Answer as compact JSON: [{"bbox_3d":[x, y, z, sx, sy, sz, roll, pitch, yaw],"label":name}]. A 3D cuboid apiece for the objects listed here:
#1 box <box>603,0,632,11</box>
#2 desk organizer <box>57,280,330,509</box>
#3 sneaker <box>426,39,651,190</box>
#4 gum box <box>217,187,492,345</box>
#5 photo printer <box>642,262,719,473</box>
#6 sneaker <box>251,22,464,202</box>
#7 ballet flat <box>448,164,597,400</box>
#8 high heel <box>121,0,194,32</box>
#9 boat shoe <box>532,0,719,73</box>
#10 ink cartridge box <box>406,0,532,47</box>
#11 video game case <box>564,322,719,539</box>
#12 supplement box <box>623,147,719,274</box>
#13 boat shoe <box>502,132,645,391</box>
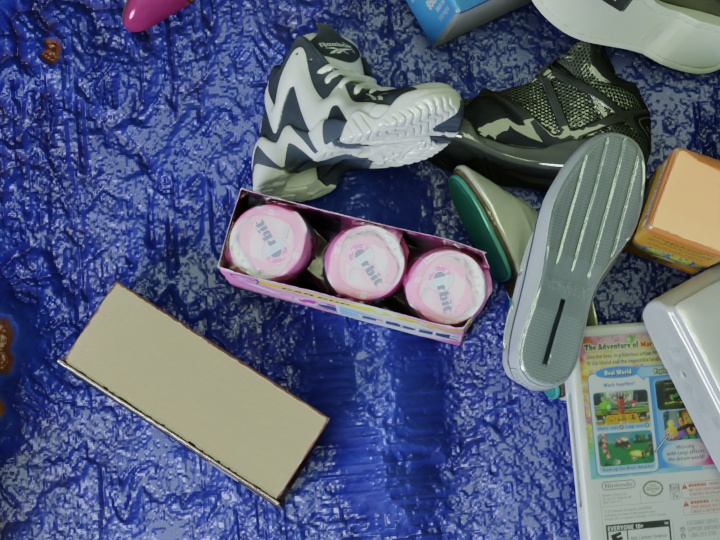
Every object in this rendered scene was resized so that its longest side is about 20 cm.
[{"bbox_3d":[0.139,-0.296,1.574,0.200,0.044,0.160,32,44,-3],"label":"box"},{"bbox_3d":[-0.124,0.095,1.642,0.200,0.072,0.077,33,83,5],"label":"desk organizer"},{"bbox_3d":[0.129,-0.125,1.663,0.199,0.076,0.114,8,68,12],"label":"sneaker"},{"bbox_3d":[0.000,0.000,1.628,0.200,0.114,0.066,14,84,3],"label":"gum box"},{"bbox_3d":[0.331,0.054,1.609,0.200,0.069,0.166,-27,91,-20],"label":"photo printer"},{"bbox_3d":[-0.006,-0.140,1.632,0.079,0.199,0.130,11,66,-38],"label":"sneaker"},{"bbox_3d":[0.135,0.002,1.654,0.069,0.069,0.200,-26,91,-2],"label":"ballet flat"},{"bbox_3d":[-0.093,-0.242,1.679,0.096,0.067,0.200,41,82,16],"label":"high heel"},{"bbox_3d":[0.204,-0.210,1.635,0.202,0.072,0.060,18,47,-31],"label":"boat shoe"},{"bbox_3d":[0.077,-0.298,1.663,0.145,0.084,0.200,-27,83,-16],"label":"ink cartridge box"},{"bbox_3d":[0.256,0.128,1.629,0.200,0.024,0.182,-3,83,-14],"label":"video game case"},{"bbox_3d":[0.242,-0.041,1.584,0.067,0.200,0.069,20,89,3],"label":"supplement box"},{"bbox_3d":[0.147,-0.009,1.590,0.074,0.067,0.200,27,82,-17],"label":"boat shoe"}]
